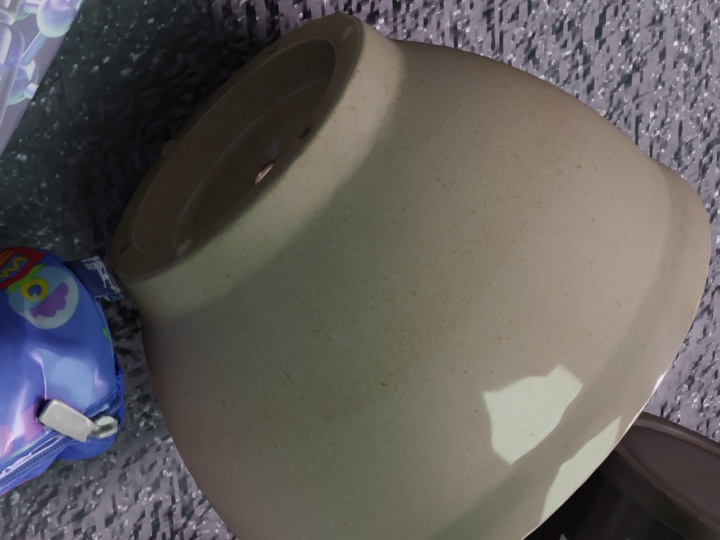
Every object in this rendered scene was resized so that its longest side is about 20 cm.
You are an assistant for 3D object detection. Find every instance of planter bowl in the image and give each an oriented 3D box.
[{"bbox_3d":[0.000,0.000,0.965,0.135,0.200,0.200,43,87,-20],"label":"planter bowl"}]

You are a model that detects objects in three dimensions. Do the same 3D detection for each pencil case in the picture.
[{"bbox_3d":[-0.160,0.063,0.900,0.199,0.087,0.079,-31,134,-38],"label":"pencil case"}]

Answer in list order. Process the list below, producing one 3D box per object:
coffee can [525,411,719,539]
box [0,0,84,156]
[{"bbox_3d":[0.115,0.180,1.200,0.146,0.146,0.201,15,108,-45],"label":"coffee can"},{"bbox_3d":[-0.177,-0.077,0.800,0.148,0.107,0.201,20,103,-46],"label":"box"}]
